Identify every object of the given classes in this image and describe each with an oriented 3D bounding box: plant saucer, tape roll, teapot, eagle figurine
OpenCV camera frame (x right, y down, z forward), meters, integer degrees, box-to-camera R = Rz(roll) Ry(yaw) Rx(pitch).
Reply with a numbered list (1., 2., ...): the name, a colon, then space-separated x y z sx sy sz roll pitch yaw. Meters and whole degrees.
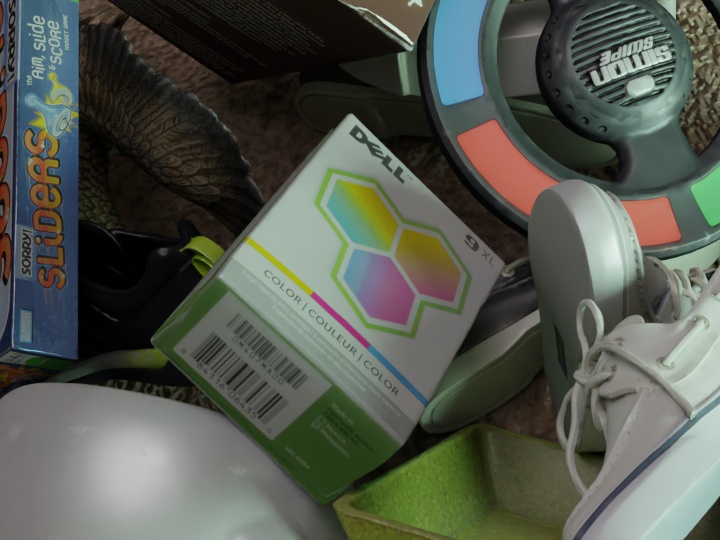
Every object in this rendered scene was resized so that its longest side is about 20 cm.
1. plant saucer: 0.109 0.131 0.729 0.199 0.199 0.048 14 100 20
2. tape roll: 0.077 -0.154 0.927 0.201 0.037 0.203 -5 31 3
3. teapot: -0.102 0.145 0.753 0.196 0.200 0.147 12 74 5
4. eagle figurine: -0.145 -0.070 0.924 0.150 0.152 0.201 -8 49 -17

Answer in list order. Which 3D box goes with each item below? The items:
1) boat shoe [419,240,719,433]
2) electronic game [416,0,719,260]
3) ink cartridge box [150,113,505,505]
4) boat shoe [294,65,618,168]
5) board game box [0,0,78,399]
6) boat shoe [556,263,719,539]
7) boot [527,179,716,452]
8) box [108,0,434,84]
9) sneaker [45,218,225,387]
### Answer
1. boat shoe: 0.103 0.009 0.853 0.199 0.074 0.061 -33 62 1
2. electronic game: 0.126 -0.102 0.812 0.198 0.042 0.202 2 76 -8
3. ink cartridge box: 0.000 0.000 0.747 0.104 0.059 0.200 43 38 -6
4. boat shoe: 0.057 -0.104 0.934 0.199 0.067 0.057 10 65 22
5. board game box: -0.182 -0.033 0.808 0.135 0.034 0.201 -31 56 47
6. boat shoe: 0.116 0.047 0.654 0.086 0.075 0.202 34 49 18
7. boot: 0.135 0.012 0.764 0.095 0.200 0.074 -20 60 -4
8. box: -0.047 -0.158 0.850 0.200 0.100 0.075 5 66 60
9. sneaker: -0.128 0.008 0.815 0.199 0.083 0.072 -7 32 40
